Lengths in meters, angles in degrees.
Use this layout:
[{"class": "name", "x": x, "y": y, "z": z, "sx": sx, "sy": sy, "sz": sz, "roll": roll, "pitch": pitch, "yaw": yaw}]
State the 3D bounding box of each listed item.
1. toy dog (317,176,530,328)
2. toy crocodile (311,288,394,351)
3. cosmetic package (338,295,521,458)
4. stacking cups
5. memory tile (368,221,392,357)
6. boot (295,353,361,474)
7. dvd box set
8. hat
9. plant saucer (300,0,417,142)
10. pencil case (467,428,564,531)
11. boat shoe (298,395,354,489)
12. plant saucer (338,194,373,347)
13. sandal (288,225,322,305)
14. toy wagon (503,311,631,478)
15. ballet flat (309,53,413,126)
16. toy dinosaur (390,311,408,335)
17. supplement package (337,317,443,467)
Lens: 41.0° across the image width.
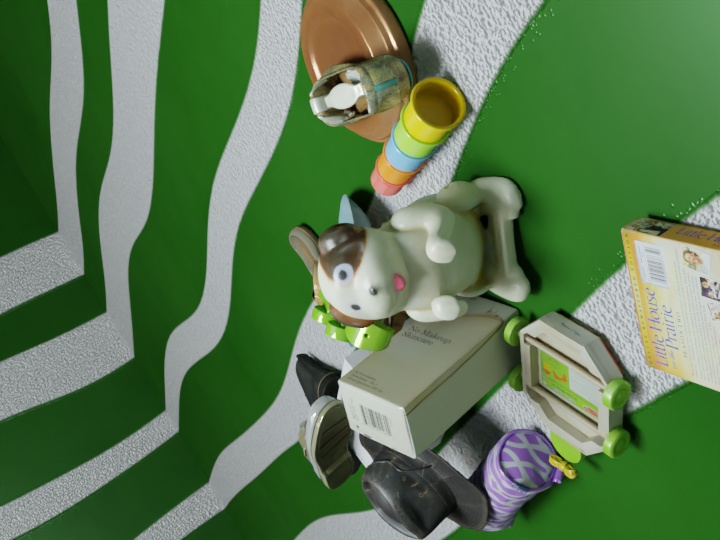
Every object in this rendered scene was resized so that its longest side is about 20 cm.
[{"class": "toy dog", "x": 0.049, "y": -0.019, "z": 1.001, "sx": 0.194, "sy": 0.200, "sz": 0.140, "roll": 32, "pitch": 135, "yaw": 45}, {"class": "toy crocodile", "x": -0.012, "y": 0.040, "z": 1.110, "sx": 0.200, "sy": 0.062, "sz": 0.068, "roll": -139, "pitch": 66, "yaw": -72}, {"class": "cosmetic package", "x": 0.083, "y": 0.110, "z": 1.072, "sx": 0.103, "sy": 0.200, "sz": 0.073, "roll": 16, "pitch": 132, "yaw": 42}, {"class": "stacking cups", "x": 0.054, "y": -0.141, "z": 1.061, "sx": 0.061, "sy": 0.060, "sz": 0.200, "roll": 58, "pitch": 159, "yaw": 6}, {"class": "memory tile", "x": 0.028, "y": 0.053, "z": 1.179, "sx": 0.153, "sy": 0.017, "sz": 0.201, "roll": 75, "pitch": -161, "yaw": -71}, {"class": "boot", "x": -0.057, "y": 0.248, "z": 1.680, "sx": 0.138, "sy": 0.077, "sz": 0.201, "roll": 30, "pitch": 128, "yaw": 56}, {"class": "dvd box set", "x": 0.307, "y": 0.041, "z": 0.781, "sx": 0.200, "sy": 0.029, "sz": 0.147, "roll": 20, "pitch": 133, "yaw": 55}, {"class": "hat", "x": 0.060, "y": 0.282, "z": 1.216, "sx": 0.200, "sy": 0.081, "sz": 0.201, "roll": 30, "pitch": 149, "yaw": 21}, {"class": "plant saucer", "x": -0.010, "y": -0.236, "z": 1.100, "sx": 0.200, "sy": 0.037, "sz": 0.201, "roll": 45, "pitch": 151, "yaw": 33}, {"class": "pencil case", "x": 0.186, "y": 0.266, "z": 1.209, "sx": 0.085, "sy": 0.084, "sz": 0.200, "roll": 20, "pitch": 150, "yaw": 0}, {"class": "boat shoe", "x": -0.055, "y": 0.234, "z": 1.352, "sx": 0.068, "sy": 0.075, "sz": 0.200, "roll": 40, "pitch": 150, "yaw": 30}, {"class": "plant saucer", "x": 0.000, "y": 0.000, "z": 1.267, "sx": 0.201, "sy": 0.039, "sz": 0.202, "roll": 177, "pitch": 90, "yaw": -83}, {"class": "sandal", "x": -0.056, "y": 0.016, "z": 1.437, "sx": 0.200, "sy": 0.054, "sz": 0.080, "roll": 50, "pitch": 153, "yaw": 23}, {"class": "toy wagon", "x": 0.224, "y": 0.139, "z": 1.040, "sx": 0.155, "sy": 0.039, "sz": 0.201, "roll": 35, "pitch": 145, "yaw": 45}, {"class": "ballet flat", "x": -0.017, "y": -0.189, "z": 1.042, "sx": 0.200, "sy": 0.071, "sz": 0.071, "roll": 0, "pitch": 116, "yaw": 63}, {"class": "toy dinosaur", "x": 0.052, "y": 0.037, "z": 1.154, "sx": 0.060, "sy": 0.106, "sz": 0.201, "roll": 17, "pitch": 97, "yaw": 16}, {"class": "supplement package", "x": 0.048, "y": 0.184, "z": 1.332, "sx": 0.121, "sy": 0.120, "sz": 0.200, "roll": 48, "pitch": 153, "yaw": 24}]
